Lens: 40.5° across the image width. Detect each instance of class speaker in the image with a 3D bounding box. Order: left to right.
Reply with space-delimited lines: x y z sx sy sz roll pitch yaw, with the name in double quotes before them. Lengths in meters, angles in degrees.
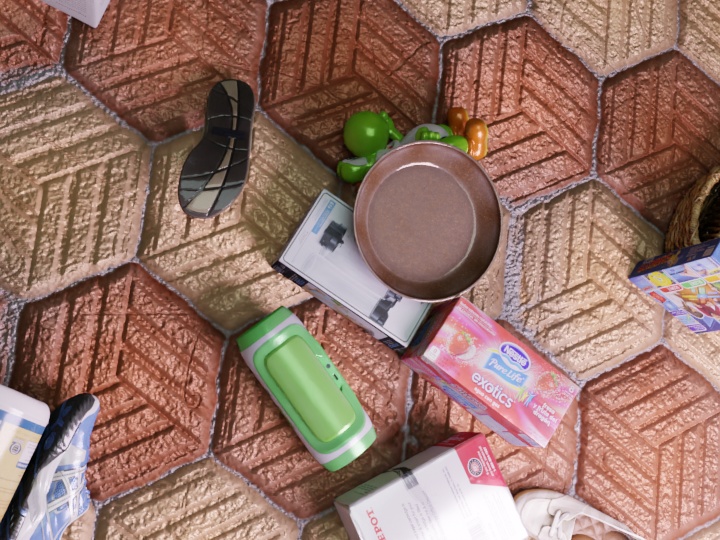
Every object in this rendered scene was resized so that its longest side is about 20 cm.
"speaker" -0.066 0.145 1.204 0.088 0.088 0.201 -36 92 -18

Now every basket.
"basket" 0.543 -0.078 1.375 0.143 0.149 0.200 42 74 -6

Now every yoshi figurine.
"yoshi figurine" 0.060 -0.176 1.284 0.198 0.113 0.113 -17 70 -15

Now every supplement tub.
"supplement tub" -0.442 0.213 1.056 0.144 0.145 0.201 25 76 -11

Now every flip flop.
"flip flop" -0.179 -0.151 1.237 0.080 0.058 0.202 12 64 -9

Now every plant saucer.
"plant saucer" 0.082 -0.061 1.230 0.199 0.037 0.202 1 88 -15

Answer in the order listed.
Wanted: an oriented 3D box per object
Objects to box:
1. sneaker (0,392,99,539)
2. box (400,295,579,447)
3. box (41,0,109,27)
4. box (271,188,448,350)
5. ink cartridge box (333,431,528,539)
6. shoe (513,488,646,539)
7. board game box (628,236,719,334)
"sneaker" -0.348 0.239 1.126 0.077 0.075 0.201 31 74 -32
"box" 0.165 0.134 1.262 0.199 0.103 0.095 37 73 -6
"box" -0.370 -0.443 1.184 0.199 0.131 0.200 24 76 -10
"box" 0.000 0.000 1.257 0.199 0.060 0.117 35 74 -8
"ink cartridge box" 0.086 0.311 1.221 0.199 0.084 0.145 -24 89 -18
"shoe" 0.291 0.339 1.290 0.199 0.053 0.070 21 76 -12
"board game box" 0.467 0.025 1.311 0.135 0.200 0.035 38 74 -7
